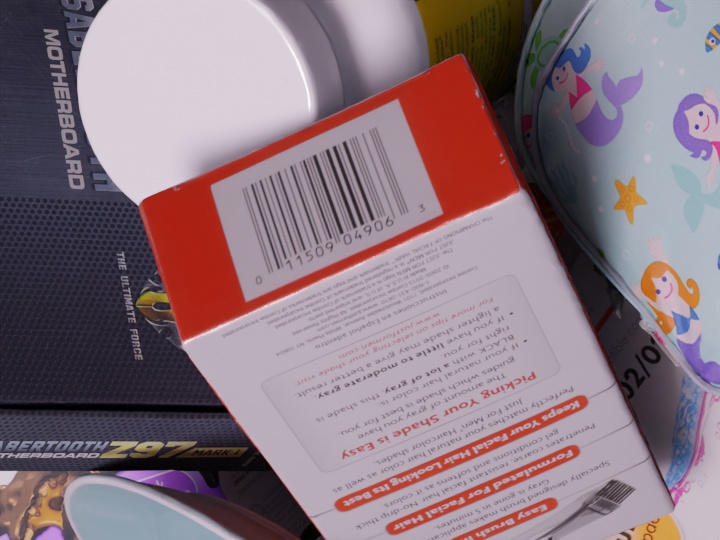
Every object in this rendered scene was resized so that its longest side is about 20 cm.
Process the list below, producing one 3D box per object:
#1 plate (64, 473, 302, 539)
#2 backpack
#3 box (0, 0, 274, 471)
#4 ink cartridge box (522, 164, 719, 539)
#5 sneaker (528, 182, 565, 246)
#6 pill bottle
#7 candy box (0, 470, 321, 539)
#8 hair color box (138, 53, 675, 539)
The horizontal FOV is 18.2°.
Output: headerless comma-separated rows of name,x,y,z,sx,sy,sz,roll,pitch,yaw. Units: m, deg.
plate,-0.022,0.133,0.808,0.200,0.026,0.200,33,158,16
backpack,0.145,-0.053,0.739,0.178,0.150,0.200,-54,51,24
box,-0.098,-0.025,0.818,0.051,0.157,0.201,-49,46,48
ink cartridge box,0.110,0.058,0.854,0.200,0.068,0.115,37,118,9
sneaker,0.000,0.000,0.852,0.200,0.073,0.077,-25,86,50
pill bottle,-0.013,-0.083,0.782,0.112,0.200,0.113,8,112,21
candy box,-0.132,0.053,0.963,0.167,0.072,0.201,-20,100,30
hair color box,0.021,0.031,0.727,0.110,0.064,0.200,-24,141,5
